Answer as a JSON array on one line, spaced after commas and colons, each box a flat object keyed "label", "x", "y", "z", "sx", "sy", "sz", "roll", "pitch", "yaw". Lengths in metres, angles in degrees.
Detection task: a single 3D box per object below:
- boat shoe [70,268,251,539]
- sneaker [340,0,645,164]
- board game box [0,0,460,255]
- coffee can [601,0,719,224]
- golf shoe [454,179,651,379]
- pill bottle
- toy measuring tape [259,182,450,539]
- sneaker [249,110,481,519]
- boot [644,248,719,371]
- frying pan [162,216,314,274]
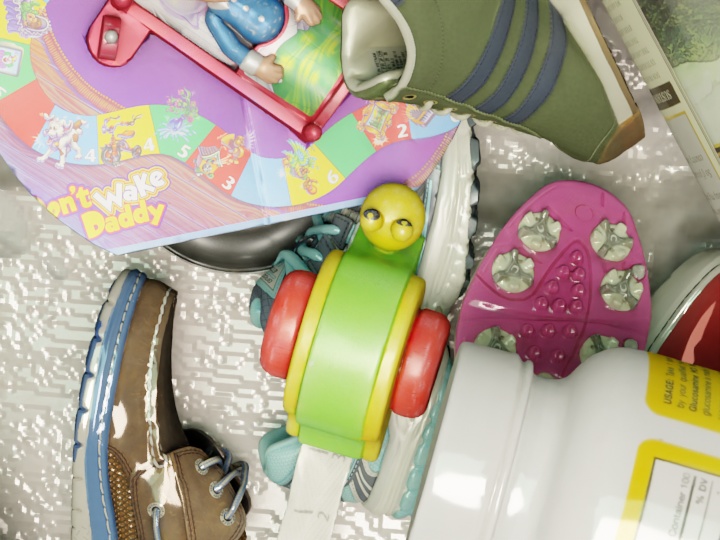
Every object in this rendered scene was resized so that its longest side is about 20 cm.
[{"label": "boat shoe", "x": -0.082, "y": 0.099, "z": 0.834, "sx": 0.072, "sy": 0.072, "sz": 0.201, "roll": 5, "pitch": 101, "yaw": 0}, {"label": "sneaker", "x": 0.033, "y": -0.089, "z": 0.721, "sx": 0.090, "sy": 0.200, "sz": 0.067, "roll": -32, "pitch": 53, "yaw": 3}, {"label": "board game box", "x": -0.048, "y": -0.093, "z": 0.739, "sx": 0.199, "sy": 0.039, "sz": 0.159, "roll": -11, "pitch": 96, "yaw": -7}, {"label": "coffee can", "x": 0.168, "y": -0.079, "z": 0.675, "sx": 0.146, "sy": 0.146, "sz": 0.201, "roll": -29, "pitch": 92, "yaw": 5}, {"label": "golf shoe", "x": 0.061, "y": 0.063, "z": 0.782, "sx": 0.075, "sy": 0.092, "sz": 0.201, "roll": 16, "pitch": 71, "yaw": -4}, {"label": "pill bottle", "x": 0.118, "y": 0.091, "z": 0.672, "sx": 0.199, "sy": 0.112, "sz": 0.113, "roll": 16, "pitch": 92, "yaw": 3}, {"label": "toy measuring tape", "x": -0.013, "y": 0.064, "z": 0.757, "sx": 0.073, "sy": 0.074, "sz": 0.201, "roll": 17, "pitch": 100, "yaw": 5}, {"label": "sneaker", "x": 0.000, "y": 0.000, "z": 0.808, "sx": 0.086, "sy": 0.078, "sz": 0.201, "roll": 5, "pitch": 92, "yaw": -5}, {"label": "boot", "x": 0.147, "y": 0.100, "z": 0.768, "sx": 0.072, "sy": 0.144, "sz": 0.201, "roll": 16, "pitch": 98, "yaw": -35}, {"label": "frying pan", "x": -0.016, "y": -0.066, "z": 0.845, "sx": 0.189, "sy": 0.031, "sz": 0.115, "roll": -16, "pitch": 92, "yaw": 7}]
